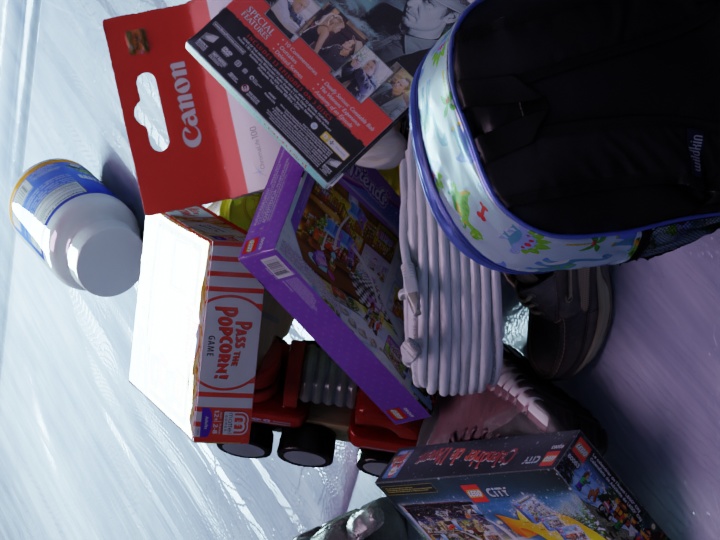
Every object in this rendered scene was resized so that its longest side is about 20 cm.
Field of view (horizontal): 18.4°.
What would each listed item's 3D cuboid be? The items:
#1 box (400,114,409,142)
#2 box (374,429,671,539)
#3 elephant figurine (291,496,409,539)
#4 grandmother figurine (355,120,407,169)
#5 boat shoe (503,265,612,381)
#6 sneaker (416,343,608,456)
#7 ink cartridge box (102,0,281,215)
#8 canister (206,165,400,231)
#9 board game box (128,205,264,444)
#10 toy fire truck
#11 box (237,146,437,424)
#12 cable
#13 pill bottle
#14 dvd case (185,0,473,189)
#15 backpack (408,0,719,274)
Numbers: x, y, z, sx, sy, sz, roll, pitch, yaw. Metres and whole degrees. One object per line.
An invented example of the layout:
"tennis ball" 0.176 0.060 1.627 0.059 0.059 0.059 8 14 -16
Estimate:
"box" 0.032 -0.191 1.735 0.200 0.043 0.160 44 139 52
"box" 0.119 0.179 1.577 0.200 0.038 0.137 -11 124 52
"elephant figurine" 0.021 0.305 1.917 0.141 0.155 0.200 -26 86 22
"grandmother figurine" -0.005 -0.164 1.631 0.061 0.121 0.200 -33 58 39
"boat shoe" 0.132 -0.008 1.556 0.075 0.073 0.200 50 143 48
"sneaker" 0.103 0.129 1.632 0.116 0.076 0.200 -58 26 8
"ink cartridge box" -0.081 -0.139 1.706 0.057 0.200 0.163 156 102 -74
"canister" -0.055 -0.054 1.831 0.087 0.148 0.200 55 168 -5
"board game box" -0.127 0.035 1.699 0.200 0.046 0.152 -150 65 -68
"toy fire truck" -0.026 0.064 1.721 0.200 0.176 0.129 94 -175 -68
"box" 0.000 0.000 1.643 0.039 0.137 0.200 -15 131 36
"cable" 0.064 -0.012 1.563 0.200 0.069 0.200 80 -171 -72
"pill bottle" -0.311 -0.044 2.482 0.200 0.112 0.112 38 134 55
"dvd case" -0.004 -0.174 1.580 0.146 0.200 0.022 44 167 4
"backpack" 0.131 -0.087 1.369 0.147 0.200 0.183 -36 68 64
